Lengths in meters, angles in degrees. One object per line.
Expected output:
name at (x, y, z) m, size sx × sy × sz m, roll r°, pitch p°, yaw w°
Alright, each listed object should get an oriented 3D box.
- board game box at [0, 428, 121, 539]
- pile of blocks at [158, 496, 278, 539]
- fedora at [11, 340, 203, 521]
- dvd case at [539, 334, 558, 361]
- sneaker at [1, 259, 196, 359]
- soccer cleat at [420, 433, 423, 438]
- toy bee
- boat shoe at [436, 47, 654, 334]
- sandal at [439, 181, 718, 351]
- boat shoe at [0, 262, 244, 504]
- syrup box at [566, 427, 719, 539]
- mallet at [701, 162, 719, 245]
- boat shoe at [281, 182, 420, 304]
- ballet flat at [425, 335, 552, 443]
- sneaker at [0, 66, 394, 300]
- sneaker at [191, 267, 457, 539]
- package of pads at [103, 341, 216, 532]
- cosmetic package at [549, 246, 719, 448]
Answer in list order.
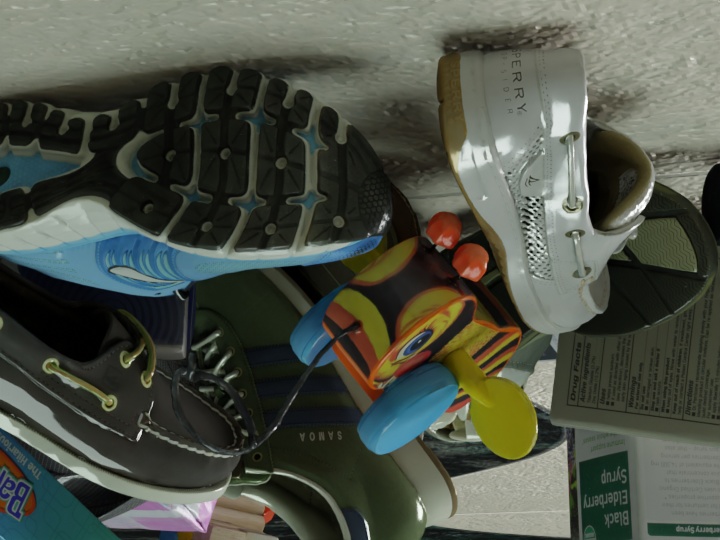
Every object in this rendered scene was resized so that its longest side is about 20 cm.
board game box at (-0.226, 0.095, 0.900) m, size 0.152 × 0.045 × 0.200 m, roll -13°, pitch 128°, yaw 45°
pile of blocks at (-0.087, 0.123, 1.163) m, size 0.062 × 0.200 × 0.082 m, roll 17°, pitch 140°, yaw -29°
fedora at (-0.173, 0.050, 1.003) m, size 0.200 × 0.177 × 0.090 m, roll 7°, pitch 139°, yaw 20°
dvd case at (0.028, 0.035, 1.150) m, size 0.200 × 0.025 × 0.150 m, roll -3°, pitch 166°, yaw 14°
sneaker at (-0.178, -0.001, 0.917) m, size 0.199 × 0.081 × 0.115 m, roll 8°, pitch 169°, yaw -4°
soccer cleat at (0.013, 0.083, 1.106) m, size 0.086 × 0.070 × 0.200 m, roll 41°, pitch 163°, yaw -9°
toy bee at (0.026, 0.027, 0.777) m, size 0.109 × 0.131 × 0.200 m, roll -46°, pitch -179°, yaw 23°
boat shoe at (0.088, -0.028, 0.772) m, size 0.069 × 0.071 × 0.200 m, roll -11°, pitch 155°, yaw 14°
sandal at (0.101, -0.006, 0.917) m, size 0.057 × 0.080 × 0.201 m, roll -22°, pitch -177°, yaw -33°
boat shoe at (-0.127, 0.042, 0.819) m, size 0.201 × 0.072 × 0.061 m, roll 27°, pitch 111°, yaw -30°
syrup box at (0.168, 0.102, 1.052) m, size 0.081 × 0.200 × 0.079 m, roll 5°, pitch 166°, yaw -20°
mallet at (0.214, -0.053, 0.780) m, size 0.066 × 0.041 × 0.200 m, roll 3°, pitch 162°, yaw -18°
boat shoe at (0.000, 0.000, 0.944) m, size 0.068 × 0.072 × 0.200 m, roll -30°, pitch 167°, yaw -23°
ballet flat at (0.071, 0.064, 1.081) m, size 0.067 × 0.064 × 0.200 m, roll 1°, pitch 166°, yaw -5°
sneaker at (-0.073, -0.029, 0.769) m, size 0.200 × 0.079 × 0.090 m, roll 3°, pitch 158°, yaw 27°
sneaker at (-0.045, 0.070, 0.918) m, size 0.090 × 0.200 × 0.067 m, roll -41°, pitch -179°, yaw -26°
package of pads at (-0.158, 0.090, 1.126) m, size 0.200 × 0.121 × 0.076 m, roll -4°, pitch 146°, yaw 41°
cosmetic package at (0.197, 0.039, 0.918) m, size 0.200 × 0.104 × 0.073 m, roll 6°, pitch 177°, yaw 44°
